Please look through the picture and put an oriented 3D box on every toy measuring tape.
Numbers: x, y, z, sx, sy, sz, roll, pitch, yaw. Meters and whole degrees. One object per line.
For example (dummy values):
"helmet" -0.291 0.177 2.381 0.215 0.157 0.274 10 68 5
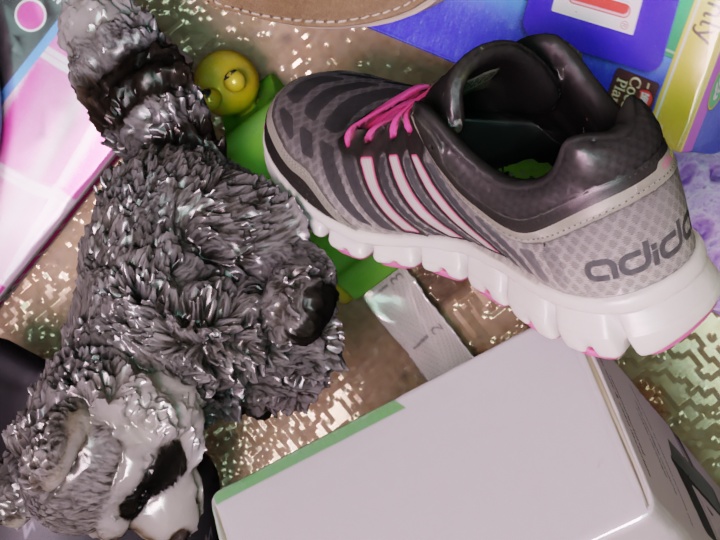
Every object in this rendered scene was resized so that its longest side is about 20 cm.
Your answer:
"toy measuring tape" 0.000 0.000 0.951 0.073 0.074 0.200 -36 94 11

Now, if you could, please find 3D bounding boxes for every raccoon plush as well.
"raccoon plush" -0.100 0.006 0.891 0.134 0.097 0.200 -23 61 -27

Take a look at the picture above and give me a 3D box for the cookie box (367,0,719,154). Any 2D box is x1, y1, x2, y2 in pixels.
"cookie box" 0.062 -0.155 0.892 0.199 0.075 0.172 23 103 17

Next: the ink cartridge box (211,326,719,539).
"ink cartridge box" 0.059 0.116 0.898 0.146 0.200 0.084 -28 57 11

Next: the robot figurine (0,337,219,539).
"robot figurine" -0.116 0.128 0.959 0.150 0.125 0.201 6 100 5

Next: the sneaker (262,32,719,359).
"sneaker" 0.037 -0.044 0.839 0.074 0.200 0.088 -31 127 -28

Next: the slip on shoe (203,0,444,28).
"slip on shoe" -0.055 -0.131 0.867 0.199 0.061 0.076 18 102 20

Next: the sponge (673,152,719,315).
"sponge" 0.150 -0.038 0.947 0.200 0.030 0.112 32 101 0

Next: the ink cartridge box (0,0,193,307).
"ink cartridge box" -0.163 -0.035 0.984 0.095 0.037 0.200 40 104 -1
